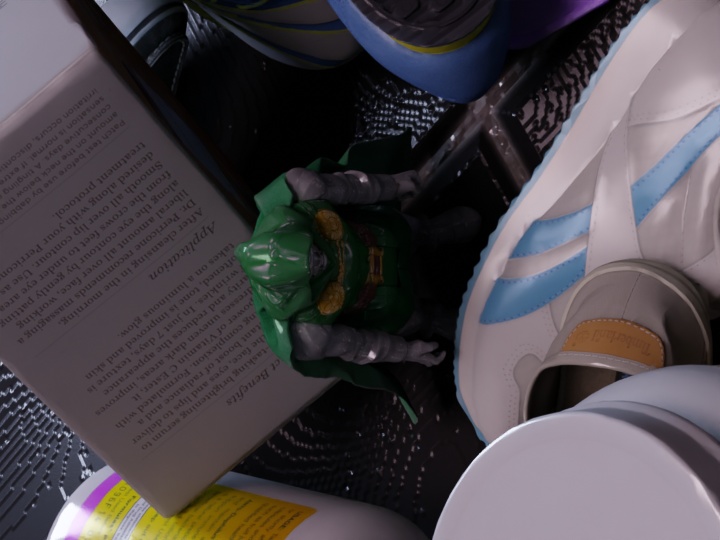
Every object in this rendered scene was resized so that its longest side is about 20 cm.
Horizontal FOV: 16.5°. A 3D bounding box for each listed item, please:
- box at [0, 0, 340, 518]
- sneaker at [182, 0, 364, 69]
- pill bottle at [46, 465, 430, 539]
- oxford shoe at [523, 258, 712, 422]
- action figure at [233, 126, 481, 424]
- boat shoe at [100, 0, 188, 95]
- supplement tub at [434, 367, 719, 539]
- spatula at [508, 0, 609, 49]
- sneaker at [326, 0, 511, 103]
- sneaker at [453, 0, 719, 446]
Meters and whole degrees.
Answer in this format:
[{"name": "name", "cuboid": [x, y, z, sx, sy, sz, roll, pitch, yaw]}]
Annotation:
[{"name": "box", "cuboid": [-0.112, -0.029, 0.972, 0.106, 0.200, 0.152, -39, 43, 2]}, {"name": "sneaker", "cuboid": [-0.075, -0.127, 0.968, 0.075, 0.200, 0.106, -29, 32, 33]}, {"name": "pill bottle", "cuboid": [-0.034, 0.139, 0.996, 0.199, 0.104, 0.105, 8, 95, 46]}, {"name": "oxford shoe", "cuboid": [0.088, 0.093, 0.868, 0.075, 0.058, 0.201, 10, 121, 20]}, {"name": "action figure", "cuboid": [0.000, 0.000, 0.897, 0.054, 0.200, 0.119, -6, 88, 19]}, {"name": "boat shoe", "cuboid": [-0.115, -0.036, 1.117, 0.071, 0.072, 0.201, 37, 119, 18]}, {"name": "supplement tub", "cuboid": [0.131, 0.100, 0.747, 0.145, 0.199, 0.147, 0, 90, 46]}, {"name": "spatula", "cuboid": [0.111, -0.145, 0.906, 0.200, 0.020, 0.057, -33, 65, 40]}, {"name": "sneaker", "cuboid": [-0.009, -0.146, 0.951, 0.066, 0.079, 0.201, -32, 70, -4]}, {"name": "sneaker", "cuboid": [0.100, -0.004, 0.882, 0.081, 0.076, 0.201, 44, 124, 27]}]
